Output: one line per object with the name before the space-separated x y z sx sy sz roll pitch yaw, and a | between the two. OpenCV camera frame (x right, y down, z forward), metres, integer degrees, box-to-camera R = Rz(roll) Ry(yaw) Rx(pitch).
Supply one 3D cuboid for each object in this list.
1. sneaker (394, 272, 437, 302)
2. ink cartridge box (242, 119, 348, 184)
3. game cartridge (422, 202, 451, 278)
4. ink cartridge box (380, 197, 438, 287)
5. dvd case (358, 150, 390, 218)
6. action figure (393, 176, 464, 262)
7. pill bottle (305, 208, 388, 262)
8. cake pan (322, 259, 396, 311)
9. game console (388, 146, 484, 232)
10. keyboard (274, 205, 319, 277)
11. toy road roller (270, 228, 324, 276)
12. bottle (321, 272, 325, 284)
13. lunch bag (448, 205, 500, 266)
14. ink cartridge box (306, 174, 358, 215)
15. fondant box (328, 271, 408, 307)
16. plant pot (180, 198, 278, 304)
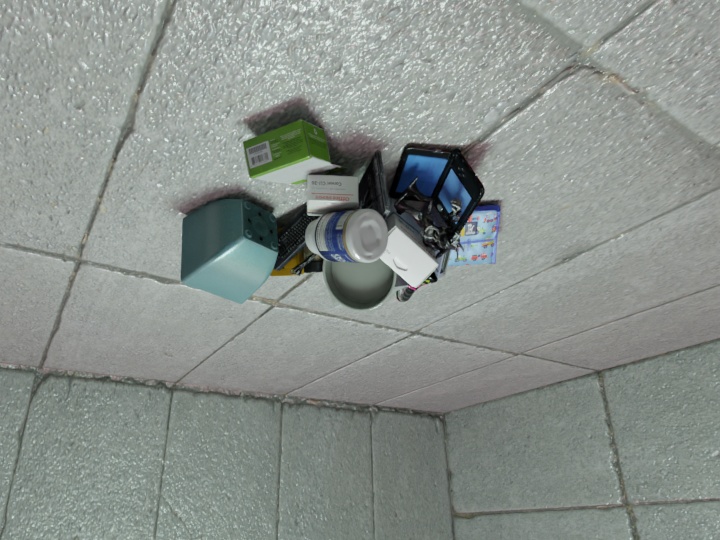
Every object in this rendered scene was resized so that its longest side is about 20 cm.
sneaker | 0.175 0.019 1.571 0.073 0.088 0.201 25 106 -42
ink cartridge box | -0.131 -0.241 1.143 0.145 0.078 0.199 -13 179 22
game cartridge | 0.196 -0.078 1.432 0.038 0.131 0.201 -23 156 -9
ink cartridge box | 0.103 -0.071 1.296 0.146 0.201 0.083 39 110 -18
dvd case | 0.020 -0.151 1.242 0.016 0.152 0.200 0 155 -19
action figure | 0.169 -0.108 1.212 0.199 0.119 0.102 42 158 -4
pill bottle | -0.038 -0.075 1.191 0.109 0.114 0.198 18 171 -36
cake pan | 0.000 0.000 1.373 0.196 0.205 0.037 -10 -174 19
game console | 0.169 -0.177 1.243 0.117 0.174 0.201 -24 161 -19
keyboard | -0.157 -0.068 1.376 0.199 0.128 0.020 -41 165 24
toy road roller | -0.152 -0.053 1.468 0.196 0.126 0.145 -2 -178 27
bottle | -0.030 -0.003 1.542 0.082 0.067 0.199 -15 -174 39
lunch bag | 0.291 -0.110 1.446 0.147 0.096 0.202 -4 142 4
ink cartridge box | -0.064 -0.169 1.216 0.113 0.069 0.200 1 178 -6
fondant box | 0.025 0.047 1.514 0.143 0.059 0.199 -25 170 31
plant pot | -0.314 -0.066 1.363 0.198 0.200 0.195 -29 144 31
